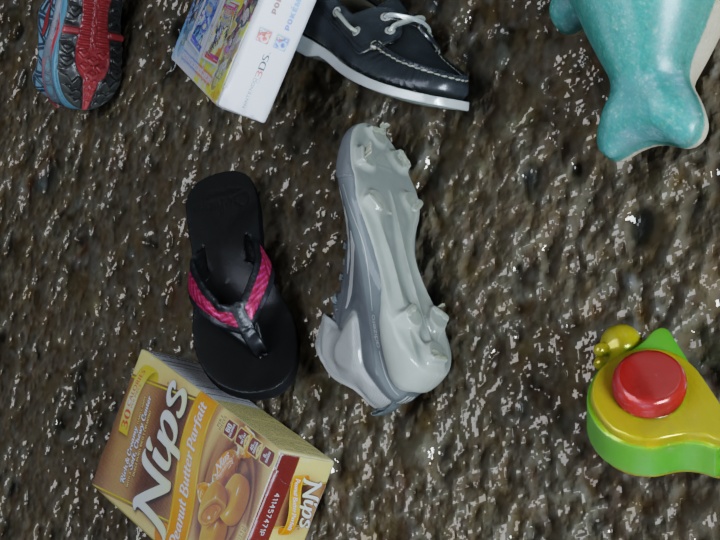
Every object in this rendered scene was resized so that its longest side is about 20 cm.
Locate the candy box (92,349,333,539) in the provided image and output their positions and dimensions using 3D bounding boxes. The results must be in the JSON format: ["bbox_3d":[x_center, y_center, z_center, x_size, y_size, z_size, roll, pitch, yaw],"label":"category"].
[{"bbox_3d":[-0.112,0.149,1.310,0.200,0.055,0.116,29,100,48],"label":"candy box"}]

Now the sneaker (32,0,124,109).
[{"bbox_3d":[-0.251,-0.242,1.572,0.095,0.079,0.202,6,82,51],"label":"sneaker"}]

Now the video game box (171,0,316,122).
[{"bbox_3d":[-0.075,-0.218,1.344,0.183,0.047,0.200,-64,21,9],"label":"video game box"}]

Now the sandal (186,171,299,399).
[{"bbox_3d":[-0.095,0.005,1.314,0.075,0.045,0.201,-16,58,2],"label":"sandal"}]

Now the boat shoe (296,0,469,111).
[{"bbox_3d":[0.013,-0.161,1.253,0.200,0.075,0.061,31,107,48],"label":"boat shoe"}]

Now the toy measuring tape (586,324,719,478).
[{"bbox_3d":[0.174,0.106,0.988,0.074,0.073,0.201,-50,44,25],"label":"toy measuring tape"}]

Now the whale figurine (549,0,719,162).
[{"bbox_3d":[0.164,-0.170,1.064,0.158,0.103,0.202,-6,74,47],"label":"whale figurine"}]

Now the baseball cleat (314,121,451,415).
[{"bbox_3d":[0.000,0.000,1.222,0.106,0.069,0.201,-35,53,36],"label":"baseball cleat"}]
